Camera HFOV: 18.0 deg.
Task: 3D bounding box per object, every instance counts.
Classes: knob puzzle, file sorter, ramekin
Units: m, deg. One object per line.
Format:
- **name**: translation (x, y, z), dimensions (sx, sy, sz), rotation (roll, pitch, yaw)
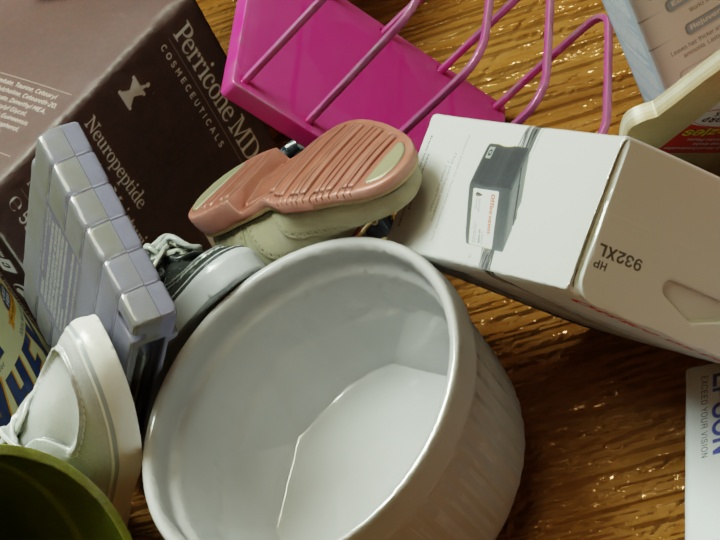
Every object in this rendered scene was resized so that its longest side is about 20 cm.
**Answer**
- **knob puzzle**: translation (0.222, -0.090, 1.238), dimensions (0.218, 0.220, 0.031), rotation (-19, 71, 13)
- **file sorter**: translation (0.039, -0.133, 1.348), dimensions (0.125, 0.199, 0.140), rotation (-42, 27, 35)
- **ramekin**: translation (-0.007, 0.093, 1.204), dimensions (0.199, 0.105, 0.201), rotation (-21, 48, 25)

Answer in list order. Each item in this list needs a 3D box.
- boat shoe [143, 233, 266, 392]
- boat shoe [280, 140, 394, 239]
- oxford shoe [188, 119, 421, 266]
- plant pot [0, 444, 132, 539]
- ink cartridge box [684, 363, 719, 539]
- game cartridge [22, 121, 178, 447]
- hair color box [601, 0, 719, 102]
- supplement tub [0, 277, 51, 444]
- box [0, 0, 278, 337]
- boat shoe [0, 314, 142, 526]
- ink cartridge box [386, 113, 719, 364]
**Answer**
- **boat shoe**: translation (-0.111, 0.016, 1.329), dimensions (0.073, 0.068, 0.199), rotation (-29, -7, -22)
- **boat shoe**: translation (0.000, 0.000, 1.342), dimensions (0.071, 0.091, 0.200), rotation (-32, 38, -3)
- **oxford shoe**: translation (-0.018, -0.033, 1.268), dimensions (0.071, 0.074, 0.200), rotation (-46, 19, -25)
- **plant pot**: translation (-0.251, 0.189, 1.229), dimensions (0.192, 0.201, 0.201), rotation (0, 45, 49)
- **ink cartridge box**: translation (0.255, 0.108, 1.096), dimensions (0.199, 0.043, 0.197), rotation (-15, 39, 21)
- **game cartridge**: translation (-0.149, 0.015, 1.277), dimensions (0.038, 0.200, 0.130), rotation (-18, 69, -19)
- **hair color box**: translation (0.197, -0.151, 1.294), dimensions (0.099, 0.201, 0.061), rotation (-31, 37, -2)
- **supplement tub**: translation (-0.262, 0.060, 1.354), dimensions (0.144, 0.201, 0.146), rotation (-18, 39, 15)
- **box**: translation (-0.189, -0.070, 1.482), dimensions (0.164, 0.166, 0.200), rotation (18, 58, 44)
- **boat shoe**: translation (-0.166, 0.097, 1.255), dimensions (0.068, 0.200, 0.072), rotation (-18, 65, -21)
- **ink cartridge box**: translation (0.127, -0.015, 1.177), dimensions (0.200, 0.144, 0.084), rotation (16, 85, 63)
